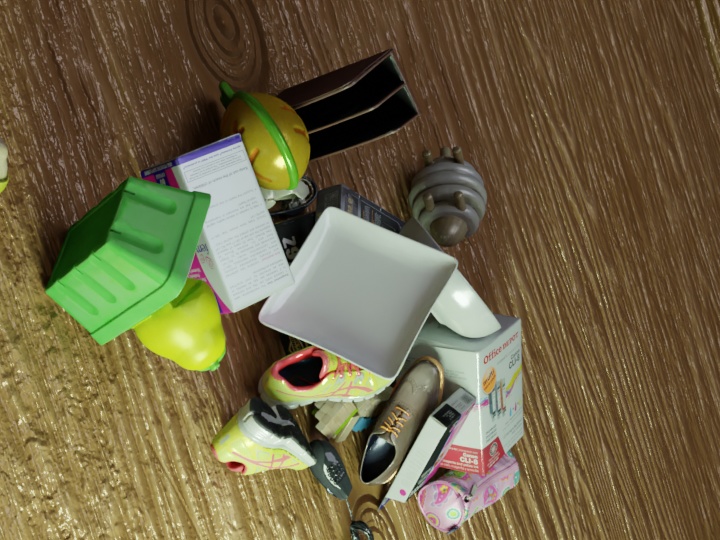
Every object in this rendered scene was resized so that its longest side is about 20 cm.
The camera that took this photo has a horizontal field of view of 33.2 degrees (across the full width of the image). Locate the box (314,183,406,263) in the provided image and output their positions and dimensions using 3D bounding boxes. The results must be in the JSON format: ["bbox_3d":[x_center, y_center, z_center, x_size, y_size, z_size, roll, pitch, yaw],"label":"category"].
[{"bbox_3d":[0.000,0.000,1.701,0.158,0.048,0.200,27,56,-46],"label":"box"}]

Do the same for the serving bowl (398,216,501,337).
[{"bbox_3d":[0.111,0.021,1.696,0.200,0.066,0.200,51,3,-4],"label":"serving bowl"}]

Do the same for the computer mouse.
[{"bbox_3d":[-0.029,0.316,1.636,0.034,0.059,0.200,-35,111,-34],"label":"computer mouse"}]

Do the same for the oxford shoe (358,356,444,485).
[{"bbox_3d":[0.057,0.214,1.681,0.200,0.071,0.073,-66,167,6],"label":"oxford shoe"}]

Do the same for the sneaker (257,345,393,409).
[{"bbox_3d":[-0.032,0.129,1.571,0.200,0.090,0.078,-16,67,-13],"label":"sneaker"}]

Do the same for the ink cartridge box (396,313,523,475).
[{"bbox_3d":[0.148,0.171,1.790,0.145,0.145,0.200,-32,123,-51],"label":"ink cartridge box"}]

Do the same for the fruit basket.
[{"bbox_3d":[-0.224,0.014,1.350,0.216,0.215,0.156,41,48,-38],"label":"fruit basket"}]

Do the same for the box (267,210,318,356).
[{"bbox_3d":[-0.064,0.021,1.690,0.160,0.049,0.200,-21,95,-52],"label":"box"}]

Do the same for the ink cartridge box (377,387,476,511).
[{"bbox_3d":[0.093,0.262,1.711,0.037,0.200,0.095,37,35,15],"label":"ink cartridge box"}]

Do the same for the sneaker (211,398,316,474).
[{"bbox_3d":[-0.125,0.219,1.517,0.078,0.090,0.200,56,6,29],"label":"sneaker"}]

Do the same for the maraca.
[{"bbox_3d":[-0.133,-0.175,1.566,0.107,0.200,0.137,-28,126,-16],"label":"maraca"}]

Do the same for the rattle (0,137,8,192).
[{"bbox_3d":[-0.462,-0.111,1.196,0.200,0.130,0.143,-22,85,-27],"label":"rattle"}]

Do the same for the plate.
[{"bbox_3d":[-0.002,0.031,1.576,0.200,0.200,0.032,-59,164,-26],"label":"plate"}]

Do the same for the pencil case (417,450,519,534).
[{"bbox_3d":[0.171,0.333,1.863,0.200,0.087,0.088,-18,93,-55],"label":"pencil case"}]

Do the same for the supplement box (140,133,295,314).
[{"bbox_3d":[-0.177,-0.053,1.502,0.103,0.101,0.200,-27,100,-35],"label":"supplement box"}]

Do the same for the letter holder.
[{"bbox_3d":[-0.044,-0.209,1.665,0.142,0.200,0.101,-45,114,-49],"label":"letter holder"}]

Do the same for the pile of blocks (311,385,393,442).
[{"bbox_3d":[-0.020,0.187,1.694,0.062,0.082,0.200,39,17,23],"label":"pile of blocks"}]

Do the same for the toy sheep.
[{"bbox_3d":[0.140,-0.122,1.941,0.138,0.138,0.200,39,45,-39],"label":"toy sheep"}]

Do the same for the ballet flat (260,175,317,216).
[{"bbox_3d":[-0.128,-0.103,1.630,0.200,0.073,0.073,-8,85,-53],"label":"ballet flat"}]
